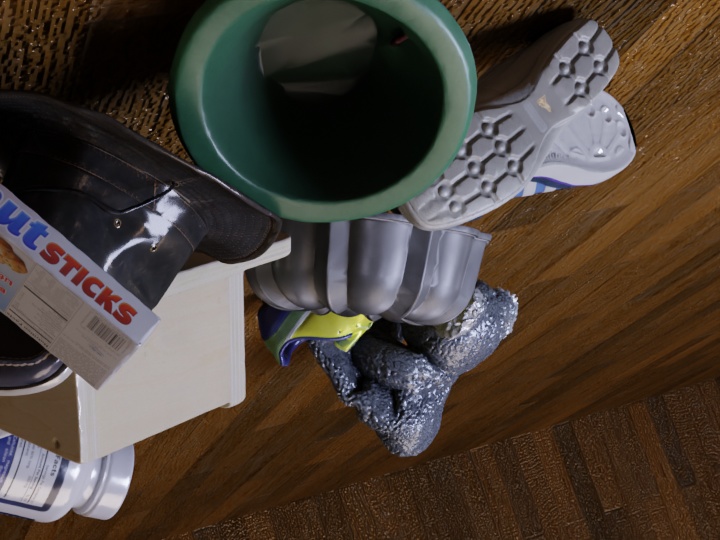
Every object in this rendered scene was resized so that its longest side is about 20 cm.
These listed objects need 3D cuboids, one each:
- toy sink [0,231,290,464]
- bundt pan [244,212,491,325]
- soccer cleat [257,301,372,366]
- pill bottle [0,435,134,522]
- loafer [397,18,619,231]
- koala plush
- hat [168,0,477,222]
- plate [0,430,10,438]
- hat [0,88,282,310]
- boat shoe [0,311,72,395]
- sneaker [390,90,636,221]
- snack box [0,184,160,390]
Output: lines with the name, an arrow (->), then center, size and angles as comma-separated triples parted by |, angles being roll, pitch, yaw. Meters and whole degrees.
toy sink -> -0.155, 0.039, 0.848 | 0.130, 0.113, 0.200 | 14, -158, 36
bundt pan -> 0.000, 0.000, 0.972 | 0.201, 0.076, 0.202 | 6, 175, 0
soccer cleat -> -0.004, 0.033, 1.216 | 0.199, 0.084, 0.065 | -22, 164, 10
pill bottle -> -0.312, 0.166, 1.129 | 0.199, 0.112, 0.111 | 21, 144, -30
loafer -> 0.092, -0.094, 0.827 | 0.200, 0.070, 0.070 | -40, -166, -24
koala plush -> 0.077, 0.082, 1.359 | 0.200, 0.184, 0.177 | -36, 161, 14
hat -> -0.021, -0.141, 0.729 | 0.165, 0.177, 0.201 | 7, 136, -6
plate -> -0.298, 0.069, 0.900 | 0.199, 0.032, 0.200 | -20, 135, 13
hat -> -0.146, -0.020, 0.700 | 0.199, 0.081, 0.201 | 15, 162, 5
boat shoe -> -0.249, 0.008, 0.704 | 0.073, 0.199, 0.063 | -57, 161, -27
sneaker -> 0.105, -0.085, 0.981 | 0.199, 0.081, 0.146 | -13, 175, -40
snack box -> -0.196, -0.019, 0.641 | 0.024, 0.200, 0.072 | -54, -171, -36
